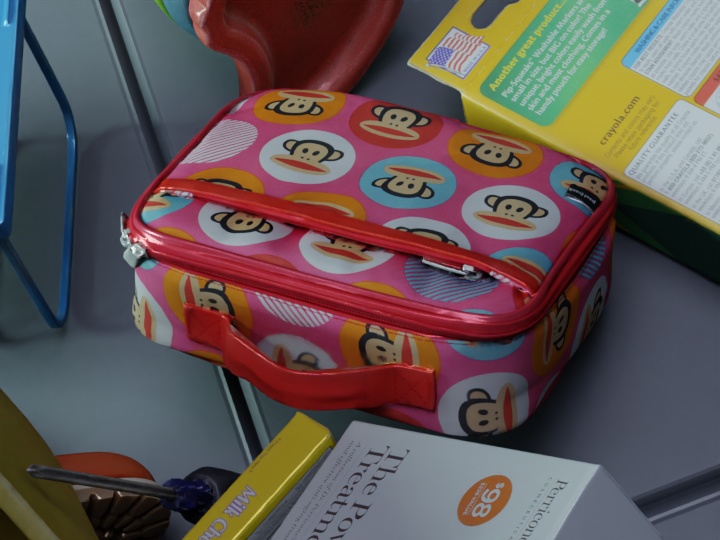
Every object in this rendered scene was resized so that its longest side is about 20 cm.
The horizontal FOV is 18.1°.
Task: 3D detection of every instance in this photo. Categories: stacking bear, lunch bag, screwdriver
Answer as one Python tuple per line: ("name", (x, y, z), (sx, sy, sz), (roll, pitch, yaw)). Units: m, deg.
("stacking bear", (-0.077, -0.175, 1.138), (0.114, 0.122, 0.200), (-39, 53, -10))
("lunch bag", (0.000, 0.000, 0.995), (0.199, 0.082, 0.176), (15, 36, 20))
("screwdriver", (-0.089, 0.091, 0.933), (0.029, 0.200, 0.028), (-9, 77, 26))

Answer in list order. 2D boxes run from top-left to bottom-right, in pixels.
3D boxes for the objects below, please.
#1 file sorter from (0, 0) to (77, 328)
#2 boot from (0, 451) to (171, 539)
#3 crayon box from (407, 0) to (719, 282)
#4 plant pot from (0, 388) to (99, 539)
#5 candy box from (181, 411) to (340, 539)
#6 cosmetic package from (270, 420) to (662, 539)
("file sorter", (-0.244, -0.039, 1.078), (0.199, 0.123, 0.140), (-6, 58, 7))
("boot", (-0.182, 0.093, 1.021), (0.199, 0.075, 0.108), (-8, 54, 8))
("crayon box", (0.139, -0.086, 1.069), (0.199, 0.052, 0.126), (31, 69, 25))
("plant pot", (-0.229, 0.078, 0.894), (0.195, 0.195, 0.200), (-31, 39, 4))
("candy box", (-0.069, 0.160, 0.937), (0.026, 0.102, 0.200), (32, 70, 34))
("cosmetic package", (0.001, 0.155, 0.846), (0.150, 0.052, 0.200), (6, 55, 50))
